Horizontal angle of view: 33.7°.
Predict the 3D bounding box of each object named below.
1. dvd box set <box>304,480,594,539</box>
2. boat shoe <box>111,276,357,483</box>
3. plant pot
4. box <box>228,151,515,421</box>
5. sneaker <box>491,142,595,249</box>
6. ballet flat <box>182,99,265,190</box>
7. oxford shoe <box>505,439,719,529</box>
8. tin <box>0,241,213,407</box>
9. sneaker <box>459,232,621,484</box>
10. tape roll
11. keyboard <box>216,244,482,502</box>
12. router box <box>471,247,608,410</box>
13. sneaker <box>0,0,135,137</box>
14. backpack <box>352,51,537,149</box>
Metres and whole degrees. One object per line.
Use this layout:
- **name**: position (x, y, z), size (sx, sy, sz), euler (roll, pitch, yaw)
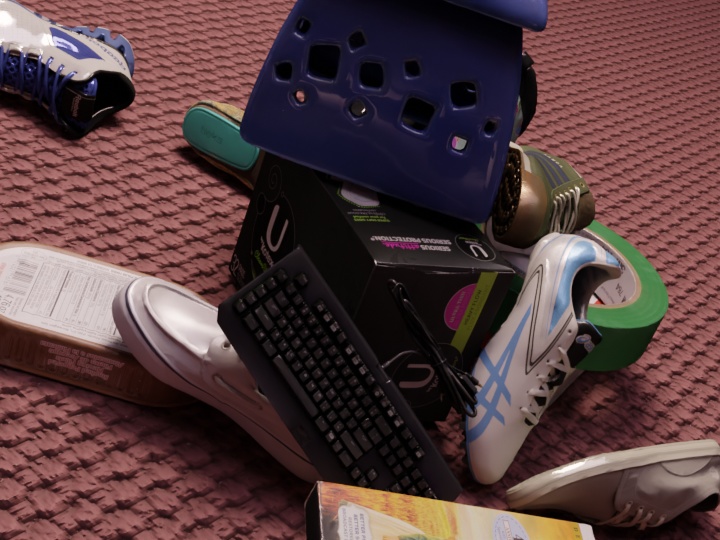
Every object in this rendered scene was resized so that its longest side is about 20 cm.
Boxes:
- **dvd box set**: position (0.065, 0.210, 0.730), size (0.198, 0.030, 0.147), euler (13, 41, -17)
- **boat shoe**: position (-0.075, 0.062, 0.808), size (0.199, 0.065, 0.074), euler (35, 40, -9)
- **plant pot**: position (0.037, -0.175, 0.904), size (0.198, 0.181, 0.200), euler (19, 26, 0)
- **box**: position (0.000, 0.000, 0.921), size (0.123, 0.149, 0.200), euler (3, 33, -30)
- **sneaker**: position (0.157, -0.061, 0.991), size (0.089, 0.068, 0.200), euler (18, 18, -5)
- **ballet flat**: position (-0.080, -0.098, 1.117), size (0.199, 0.071, 0.071), euler (35, 32, 21)
- **oxford shoe**: position (0.196, 0.164, 0.881), size (0.198, 0.075, 0.058), euler (-1, 73, -31)
- **tin**: position (-0.191, 0.037, 0.854), size (0.198, 0.042, 0.112), euler (17, 35, -9)
- **sneaker**: position (0.131, 0.066, 0.878), size (0.072, 0.201, 0.072), euler (17, -14, 33)
- **tape roll**: position (0.164, 0.005, 1.024), size (0.199, 0.048, 0.201), euler (16, 31, -10)
- **keyboard**: position (0.007, 0.072, 0.782), size (0.127, 0.021, 0.201), euler (-37, 102, -17)
- **router box**: position (0.134, 0.026, 1.069), size (0.179, 0.049, 0.200), euler (33, 32, 18)
- **sneaker**: position (-0.291, -0.186, 1.096), size (0.198, 0.081, 0.115), euler (5, 32, -30)
- **backpack**: position (0.059, -0.124, 1.121), size (0.166, 0.127, 0.200), euler (13, 46, 44)
